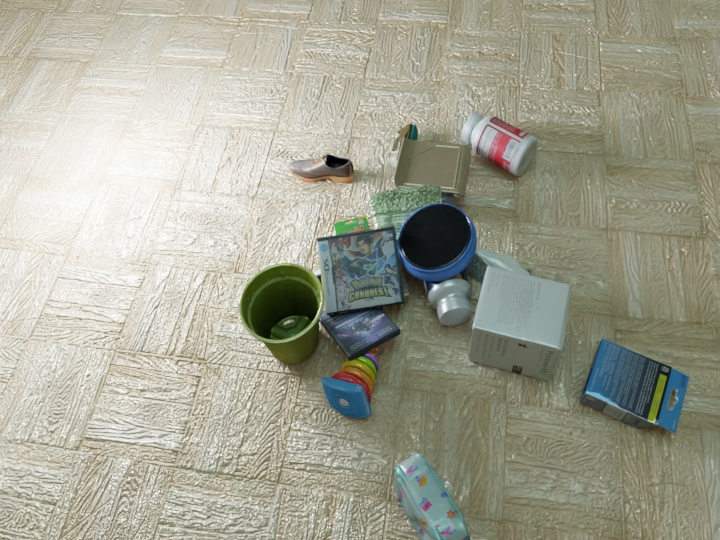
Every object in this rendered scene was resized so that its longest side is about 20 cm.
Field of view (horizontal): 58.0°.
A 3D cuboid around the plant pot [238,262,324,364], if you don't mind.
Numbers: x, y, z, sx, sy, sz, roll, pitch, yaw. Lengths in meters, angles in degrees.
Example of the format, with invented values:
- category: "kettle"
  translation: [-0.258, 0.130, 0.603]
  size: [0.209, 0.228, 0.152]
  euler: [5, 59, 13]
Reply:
- category: "plant pot"
  translation: [-0.170, 0.120, 1.522]
  size: [0.193, 0.186, 0.206]
  euler: [-3, 56, 4]

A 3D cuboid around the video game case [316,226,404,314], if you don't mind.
- category: "video game case"
  translation: [0.000, 0.000, 1.569]
  size: [0.193, 0.026, 0.187]
  euler: [-8, 87, 2]

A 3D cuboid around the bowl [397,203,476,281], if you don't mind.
- category: "bowl"
  translation: [0.182, -0.073, 1.563]
  size: [0.194, 0.040, 0.206]
  euler: [-9, 59, 15]

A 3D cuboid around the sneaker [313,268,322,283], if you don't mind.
- category: "sneaker"
  translation: [-0.044, -0.016, 1.648]
  size: [0.194, 0.077, 0.117]
  euler: [-17, 42, 3]

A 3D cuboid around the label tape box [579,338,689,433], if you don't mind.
- category: "label tape box"
  translation: [0.603, 0.262, 1.434]
  size: [0.195, 0.067, 0.145]
  euler: [23, 63, 15]

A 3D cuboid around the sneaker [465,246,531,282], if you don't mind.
- category: "sneaker"
  translation: [0.333, -0.014, 1.634]
  size: [0.197, 0.078, 0.081]
  euler: [32, 54, 17]

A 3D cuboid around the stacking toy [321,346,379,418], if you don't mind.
- category: "stacking toy"
  translation: [0.001, 0.226, 1.501]
  size: [0.113, 0.112, 0.202]
  euler: [7, 46, 26]

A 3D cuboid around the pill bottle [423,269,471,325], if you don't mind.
- category: "pill bottle"
  translation: [0.208, 0.025, 1.588]
  size: [0.107, 0.112, 0.205]
  euler: [-11, 57, -2]

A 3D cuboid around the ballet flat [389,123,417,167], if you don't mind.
- category: "ballet flat"
  translation: [0.120, -0.337, 1.856]
  size: [0.070, 0.068, 0.205]
  euler: [-8, 55, 24]

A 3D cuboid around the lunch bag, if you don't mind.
- category: "lunch bag"
  translation: [0.139, 0.482, 1.287]
  size: [0.075, 0.163, 0.202]
  euler: [-23, 52, -16]

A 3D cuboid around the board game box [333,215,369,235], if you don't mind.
- category: "board game box"
  translation: [-0.011, -0.049, 1.705]
  size: [0.092, 0.030, 0.205]
  euler: [-12, 61, 1]

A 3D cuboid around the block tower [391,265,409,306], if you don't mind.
- category: "block tower"
  translation: [0.076, -0.005, 1.654]
  size: [0.052, 0.058, 0.205]
  euler: [-12, 56, -3]

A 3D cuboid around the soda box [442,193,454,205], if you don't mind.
- category: "soda box"
  translation: [0.153, -0.181, 1.750]
  size: [0.193, 0.064, 0.070]
  euler: [-13, 55, -2]

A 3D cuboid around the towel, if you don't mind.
- category: "towel"
  translation: [0.121, -0.141, 1.655]
  size: [0.193, 0.037, 0.154]
  euler: [-8, 82, -6]

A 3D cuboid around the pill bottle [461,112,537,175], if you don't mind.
- category: "pill bottle"
  translation: [0.384, -0.359, 1.810]
  size: [0.198, 0.114, 0.112]
  euler: [34, 66, 23]

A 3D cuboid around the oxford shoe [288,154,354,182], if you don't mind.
- category: "oxford shoe"
  translation: [-0.113, -0.301, 1.844]
  size: [0.193, 0.074, 0.073]
  euler: [3, 58, 7]

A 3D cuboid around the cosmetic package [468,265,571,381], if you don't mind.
- category: "cosmetic package"
  translation: [0.362, 0.122, 1.482]
  size: [0.194, 0.167, 0.169]
  euler: [13, 60, 15]

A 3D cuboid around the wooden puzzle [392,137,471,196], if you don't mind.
- category: "wooden puzzle"
  translation: [0.195, -0.277, 1.757]
  size: [0.193, 0.038, 0.189]
  euler: [10, 54, 7]

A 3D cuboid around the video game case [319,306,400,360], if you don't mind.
- category: "video game case"
  translation: [-0.013, 0.123, 1.557]
  size: [0.140, 0.019, 0.200]
  euler: [-24, 40, -18]
